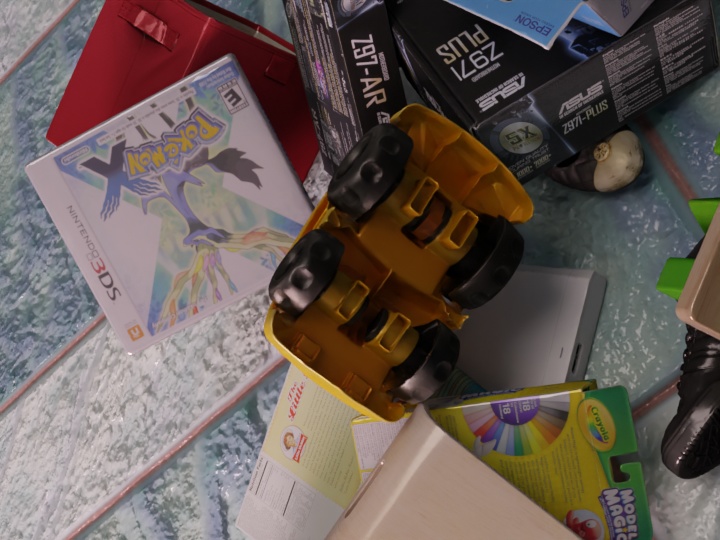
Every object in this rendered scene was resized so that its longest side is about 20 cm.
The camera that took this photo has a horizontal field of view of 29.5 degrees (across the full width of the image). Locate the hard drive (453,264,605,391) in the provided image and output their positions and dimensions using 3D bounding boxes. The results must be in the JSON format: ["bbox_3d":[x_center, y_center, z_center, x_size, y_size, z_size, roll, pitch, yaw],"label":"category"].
[{"bbox_3d":[0.087,0.058,1.065,0.199,0.026,0.133,6,76,42],"label":"hard drive"}]

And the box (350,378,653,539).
[{"bbox_3d":[0.099,0.142,0.948,0.199,0.048,0.118,-9,92,25],"label":"box"}]

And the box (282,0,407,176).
[{"bbox_3d":[-0.011,-0.159,1.113,0.043,0.201,0.160,-19,23,-12],"label":"box"}]

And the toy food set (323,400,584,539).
[{"bbox_3d":[0.078,0.205,0.917,0.200,0.060,0.144,37,99,11],"label":"toy food set"}]

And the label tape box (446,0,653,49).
[{"bbox_3d":[0.144,-0.231,0.971,0.143,0.066,0.200,31,72,34],"label":"label tape box"}]

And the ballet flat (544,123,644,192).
[{"bbox_3d":[0.142,-0.115,1.070,0.200,0.057,0.067,38,98,44],"label":"ballet flat"}]

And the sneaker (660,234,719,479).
[{"bbox_3d":[0.242,0.034,0.918,0.200,0.060,0.104,-53,47,2],"label":"sneaker"}]

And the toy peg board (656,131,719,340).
[{"bbox_3d":[0.294,-0.027,0.834,0.201,0.198,0.098,-66,16,-3],"label":"toy peg board"}]

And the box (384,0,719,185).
[{"bbox_3d":[0.140,-0.176,1.031,0.199,0.086,0.164,-30,50,-1],"label":"box"}]

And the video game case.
[{"bbox_3d":[-0.150,-0.052,1.134,0.199,0.183,0.022,-27,9,7],"label":"video game case"}]

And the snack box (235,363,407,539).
[{"bbox_3d":[-0.022,0.135,1.068,0.116,0.037,0.201,27,101,42],"label":"snack box"}]

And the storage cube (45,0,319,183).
[{"bbox_3d":[-0.147,-0.145,1.248,0.171,0.199,0.181,37,103,43],"label":"storage cube"}]

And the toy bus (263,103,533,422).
[{"bbox_3d":[0.000,0.000,0.989,0.201,0.135,0.192,-57,18,-18],"label":"toy bus"}]

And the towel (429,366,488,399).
[{"bbox_3d":[0.039,0.132,1.052,0.200,0.022,0.147,40,110,40],"label":"towel"}]

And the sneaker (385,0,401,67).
[{"bbox_3d":[0.005,-0.274,1.260,0.067,0.108,0.203,-22,87,-8],"label":"sneaker"}]
